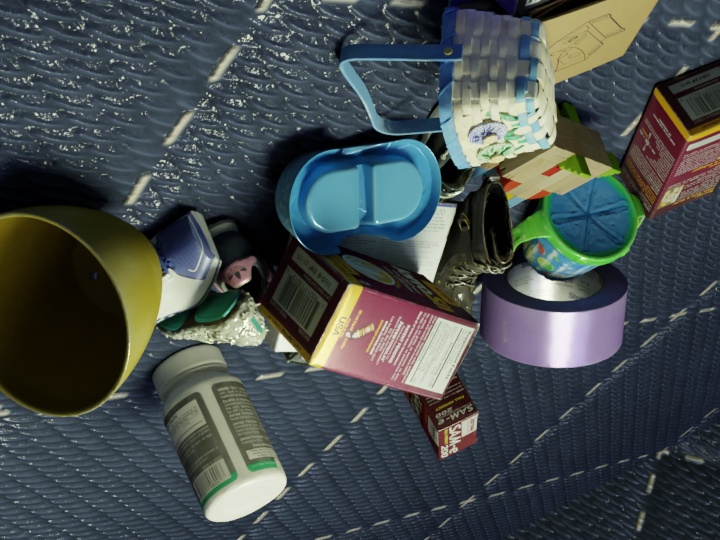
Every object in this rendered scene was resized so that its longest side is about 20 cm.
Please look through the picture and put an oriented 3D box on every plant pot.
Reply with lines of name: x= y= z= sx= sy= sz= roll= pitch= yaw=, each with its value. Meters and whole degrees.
plant pot: x=-0.271 y=0.020 z=1.363 sx=0.200 sy=0.200 sz=0.142 roll=-43 pitch=178 yaw=30

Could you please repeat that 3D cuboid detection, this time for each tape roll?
tape roll: x=0.263 y=0.049 z=1.935 sx=0.199 sy=0.200 sz=0.086 roll=-15 pitch=119 yaw=-28

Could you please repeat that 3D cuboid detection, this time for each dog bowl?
dog bowl: x=-0.005 y=-0.084 z=1.523 sx=0.199 sy=0.049 sz=0.113 roll=-12 pitch=108 yaw=-33

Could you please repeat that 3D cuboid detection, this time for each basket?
basket: x=0.091 y=-0.181 z=1.406 sx=0.198 sy=0.140 sz=0.176 roll=3 pitch=164 yaw=18

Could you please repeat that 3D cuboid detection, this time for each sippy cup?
sippy cup: x=0.279 y=-0.051 z=1.871 sx=0.176 sy=0.141 sz=0.130 roll=23 pitch=153 yaw=-7

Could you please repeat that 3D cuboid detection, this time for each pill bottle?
pill bottle: x=-0.180 y=0.201 z=1.766 sx=0.112 sy=0.201 sz=0.113 roll=-23 pitch=156 yaw=-11

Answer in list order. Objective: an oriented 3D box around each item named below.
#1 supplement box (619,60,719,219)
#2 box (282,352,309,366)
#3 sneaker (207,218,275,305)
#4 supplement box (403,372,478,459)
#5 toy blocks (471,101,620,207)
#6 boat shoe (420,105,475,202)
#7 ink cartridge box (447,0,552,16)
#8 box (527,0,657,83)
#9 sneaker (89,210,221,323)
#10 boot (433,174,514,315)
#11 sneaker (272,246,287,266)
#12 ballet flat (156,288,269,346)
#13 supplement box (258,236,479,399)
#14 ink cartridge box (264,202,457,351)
supplement box: x=0.422 y=-0.166 z=1.835 sx=0.110 sy=0.086 sz=0.201 roll=-22 pitch=155 yaw=-17
box: x=0.016 y=0.061 z=1.894 sx=0.200 sy=0.048 sz=0.193 roll=-39 pitch=156 yaw=20
sneaker: x=-0.130 y=0.017 z=1.601 sx=0.070 sy=0.082 sz=0.200 roll=-32 pitch=156 yaw=3
supplement box: x=0.080 y=0.127 z=1.796 sx=0.060 sy=0.201 sz=0.109 roll=-25 pitch=154 yaw=-8
toy blocks: x=0.204 y=-0.127 z=1.694 sx=0.136 sy=0.101 sz=0.199 roll=-28 pitch=158 yaw=30
boat shoe: x=0.095 y=-0.117 z=1.610 sx=0.075 sy=0.061 sz=0.201 roll=-20 pitch=155 yaw=-18
ink cartridge box: x=0.185 y=-0.324 z=1.321 sx=0.199 sy=0.044 sz=0.199 roll=-22 pitch=157 yaw=-13
box: x=0.232 y=-0.249 z=1.498 sx=0.162 sy=0.021 sz=0.200 roll=-23 pitch=168 yaw=-11
sneaker: x=-0.245 y=0.021 z=1.490 sx=0.199 sy=0.081 sz=0.115 roll=-40 pitch=156 yaw=28
boot: x=0.128 y=-0.006 z=1.665 sx=0.069 sy=0.202 sz=0.174 roll=-5 pitch=180 yaw=-21
sneaker: x=-0.016 y=-0.024 z=1.698 sx=0.199 sy=0.074 sz=0.088 roll=13 pitch=96 yaw=-39
ballet flat: x=-0.163 y=0.056 z=1.538 sx=0.071 sy=0.073 sz=0.199 roll=-13 pitch=-170 yaw=-31
supplement box: x=0.010 y=0.051 z=1.558 sx=0.199 sy=0.131 sz=0.104 roll=18 pitch=105 yaw=-40
ink cartridge box: x=0.000 y=0.000 z=1.635 sx=0.198 sy=0.041 sz=0.202 roll=3 pitch=115 yaw=-35
